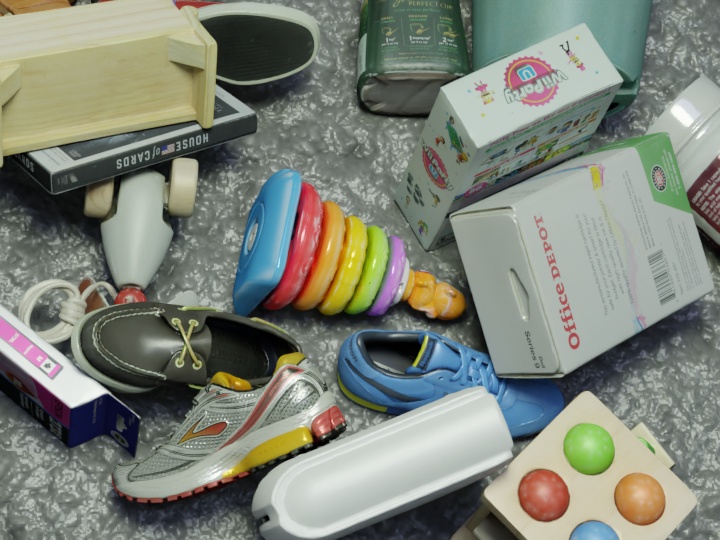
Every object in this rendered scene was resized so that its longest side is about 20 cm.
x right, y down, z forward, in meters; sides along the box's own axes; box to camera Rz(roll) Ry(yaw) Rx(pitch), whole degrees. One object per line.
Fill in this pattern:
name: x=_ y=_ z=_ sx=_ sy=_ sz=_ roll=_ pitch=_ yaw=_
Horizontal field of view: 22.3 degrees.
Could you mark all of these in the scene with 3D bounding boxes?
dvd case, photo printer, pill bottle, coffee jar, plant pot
dvd case: x=-0.208 y=-0.129 z=1.530 sx=0.199 sy=0.025 sz=0.150 roll=-20 pitch=40 yaw=-33
photo printer: x=0.012 y=0.158 z=1.415 sx=0.198 sy=0.166 sz=0.070 roll=-21 pitch=83 yaw=-7
pill bottle: x=0.345 y=-0.070 z=1.617 sx=0.200 sy=0.114 sz=0.114 roll=44 pitch=66 yaw=10
coffee jar: x=0.045 y=-0.245 z=1.658 sx=0.103 sy=0.085 sz=0.202 roll=0 pitch=66 yaw=-3
plant pot: x=0.181 y=-0.250 z=1.633 sx=0.198 sy=0.200 sz=0.198 roll=8 pitch=70 yaw=-6

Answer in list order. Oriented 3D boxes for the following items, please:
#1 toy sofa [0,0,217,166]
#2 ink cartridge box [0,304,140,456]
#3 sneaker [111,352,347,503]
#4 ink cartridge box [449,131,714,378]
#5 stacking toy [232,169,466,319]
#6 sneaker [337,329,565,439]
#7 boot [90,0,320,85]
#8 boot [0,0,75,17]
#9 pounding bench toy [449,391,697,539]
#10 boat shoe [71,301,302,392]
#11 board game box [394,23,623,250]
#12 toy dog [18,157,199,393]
toy sofa: x=-0.220 y=-0.156 z=1.469 sx=0.198 sy=0.083 sz=0.098 roll=-14 pitch=40 yaw=-25
ink cartridge box: x=-0.260 y=0.081 z=1.449 sx=0.199 sy=0.095 sz=0.037 roll=36 pitch=65 yaw=7
sneaker: x=-0.108 y=0.125 z=1.431 sx=0.199 sy=0.078 sz=0.083 roll=-24 pitch=83 yaw=16
ink cartridge box: x=0.185 y=-0.013 z=1.521 sx=0.199 sy=0.087 sz=0.147 roll=-26 pitch=102 yaw=-38
stacking toy: x=0.000 y=0.000 z=1.540 sx=0.198 sy=0.116 sz=0.111 roll=17 pitch=66 yaw=-15
sneaker: x=0.079 y=0.091 z=1.517 sx=0.198 sy=0.079 sz=0.067 roll=13 pitch=62 yaw=-6
boot: x=-0.137 y=-0.224 z=1.603 sx=0.198 sy=0.073 sz=0.145 roll=-2 pitch=33 yaw=-6
boot: x=-0.265 y=-0.224 z=1.556 sx=0.200 sy=0.154 sz=0.074 roll=-46 pitch=122 yaw=-14
pounding bench toy: x=0.192 y=0.173 z=1.455 sx=0.124 sy=0.156 sz=0.200 roll=44 pitch=66 yaw=11
boat shoe: x=-0.134 y=0.059 z=1.447 sx=0.200 sy=0.060 sz=0.072 roll=9 pitch=72 yaw=-43
board game box: x=0.121 y=-0.108 z=1.546 sx=0.147 sy=0.200 sz=0.065 roll=-25 pitch=73 yaw=-20
toy dog: x=-0.191 y=-0.002 z=1.518 sx=0.131 sy=0.096 sz=0.201 roll=24 pitch=79 yaw=-2
